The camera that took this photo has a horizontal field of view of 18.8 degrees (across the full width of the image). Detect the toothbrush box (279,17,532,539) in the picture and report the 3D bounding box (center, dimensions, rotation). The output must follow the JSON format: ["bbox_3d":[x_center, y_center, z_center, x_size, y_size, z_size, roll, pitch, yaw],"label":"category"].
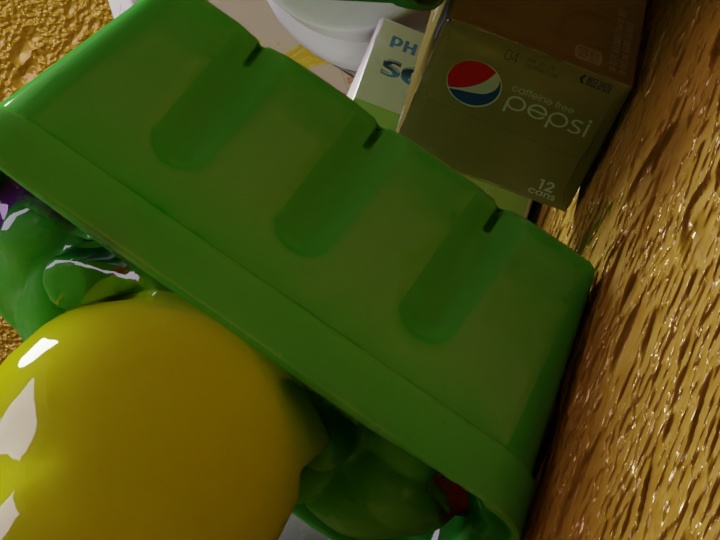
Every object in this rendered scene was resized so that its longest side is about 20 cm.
[{"bbox_3d":[0.002,0.026,0.877,0.146,0.086,0.201,116,173,-60],"label":"toothbrush box"}]

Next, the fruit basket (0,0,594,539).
[{"bbox_3d":[-0.051,0.041,0.649,0.156,0.215,0.216,120,170,-69],"label":"fruit basket"}]

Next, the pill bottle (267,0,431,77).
[{"bbox_3d":[0.018,-0.139,0.970,0.200,0.113,0.113,15,-84,-77],"label":"pill bottle"}]

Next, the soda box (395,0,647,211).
[{"bbox_3d":[0.069,-0.117,0.799,0.200,0.068,0.064,-73,5,-45],"label":"soda box"}]

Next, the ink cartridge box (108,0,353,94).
[{"bbox_3d":[-0.045,-0.107,1.188,0.083,0.145,0.201,126,126,-75],"label":"ink cartridge box"}]

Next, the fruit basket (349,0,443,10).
[{"bbox_3d":[0.048,-0.167,0.693,0.200,0.094,0.185,-19,30,53],"label":"fruit basket"}]
